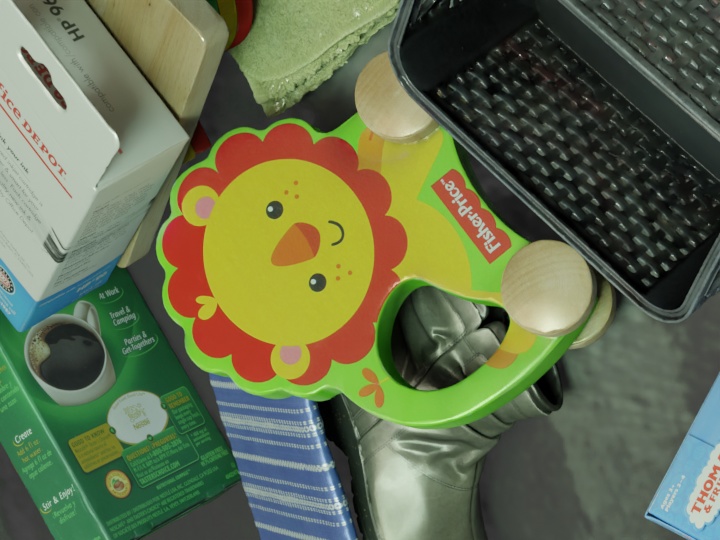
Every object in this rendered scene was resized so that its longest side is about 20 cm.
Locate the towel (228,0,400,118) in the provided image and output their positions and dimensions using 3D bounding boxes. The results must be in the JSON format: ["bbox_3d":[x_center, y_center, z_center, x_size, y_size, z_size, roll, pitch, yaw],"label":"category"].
[{"bbox_3d":[-0.022,-0.187,1.230,0.200,0.036,0.149,-36,81,38],"label":"towel"}]

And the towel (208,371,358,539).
[{"bbox_3d":[-0.030,0.128,1.299,0.145,0.024,0.201,-3,105,68],"label":"towel"}]

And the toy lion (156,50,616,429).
[{"bbox_3d":[0.000,0.000,1.197,0.192,0.069,0.200,-40,73,8],"label":"toy lion"}]

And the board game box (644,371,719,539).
[{"bbox_3d":[0.229,0.080,1.042,0.200,0.037,0.152,27,89,55],"label":"board game box"}]

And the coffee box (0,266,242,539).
[{"bbox_3d":[-0.162,0.060,1.351,0.044,0.123,0.200,-34,84,40],"label":"coffee box"}]

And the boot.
[{"bbox_3d":[0.055,0.092,1.241,0.130,0.068,0.200,-31,83,34],"label":"boot"}]

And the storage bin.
[{"bbox_3d":[0.121,-0.093,1.094,0.200,0.094,0.135,44,150,17],"label":"storage bin"}]

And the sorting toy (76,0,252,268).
[{"bbox_3d":[-0.145,-0.139,1.284,0.199,0.070,0.200,47,143,16],"label":"sorting toy"}]

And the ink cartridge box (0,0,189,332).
[{"bbox_3d":[-0.162,-0.070,1.236,0.116,0.068,0.200,52,145,10],"label":"ink cartridge box"}]
